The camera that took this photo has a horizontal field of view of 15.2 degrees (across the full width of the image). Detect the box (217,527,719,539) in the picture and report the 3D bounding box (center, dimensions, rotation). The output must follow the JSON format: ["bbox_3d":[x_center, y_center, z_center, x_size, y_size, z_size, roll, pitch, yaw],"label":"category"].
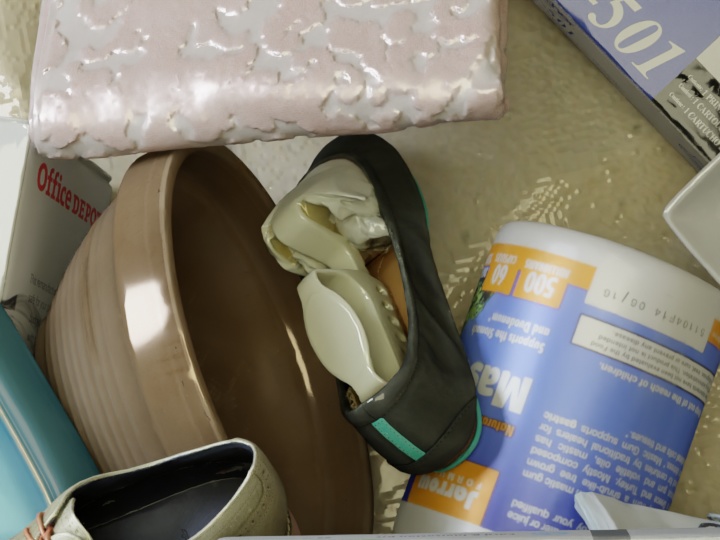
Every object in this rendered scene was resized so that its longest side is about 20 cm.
[{"bbox_3d":[0.046,0.171,0.958,0.199,0.041,0.157,-1,86,4],"label":"box"}]

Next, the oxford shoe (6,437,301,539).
[{"bbox_3d":[-0.120,0.114,1.003,0.199,0.074,0.071,-26,52,-12],"label":"oxford shoe"}]

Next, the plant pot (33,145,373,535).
[{"bbox_3d":[-0.075,0.051,1.152,0.092,0.201,0.202,-21,80,16],"label":"plant pot"}]

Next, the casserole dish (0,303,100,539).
[{"bbox_3d":[-0.181,0.074,1.084,0.121,0.039,0.200,-33,77,2],"label":"casserole dish"}]

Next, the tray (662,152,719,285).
[{"bbox_3d":[0.227,0.007,1.178,0.107,0.022,0.200,-44,107,-2],"label":"tray"}]

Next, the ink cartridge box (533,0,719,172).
[{"bbox_3d":[0.170,-0.096,1.221,0.094,0.044,0.200,-43,80,-3],"label":"ink cartridge box"}]

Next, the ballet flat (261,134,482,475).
[{"bbox_3d":[0.000,0.000,1.163,0.068,0.068,0.200,-45,42,22],"label":"ballet flat"}]

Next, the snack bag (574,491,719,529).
[{"bbox_3d":[0.190,0.161,1.087,0.021,0.199,0.189,-57,36,27],"label":"snack bag"}]

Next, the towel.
[{"bbox_3d":[-0.036,-0.140,1.126,0.199,0.032,0.192,-5,65,14],"label":"towel"}]

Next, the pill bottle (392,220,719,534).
[{"bbox_3d":[0.079,0.089,1.168,0.112,0.112,0.201,19,83,8],"label":"pill bottle"}]

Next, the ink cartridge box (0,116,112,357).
[{"bbox_3d":[-0.179,0.040,1.182,0.083,0.145,0.201,8,83,10],"label":"ink cartridge box"}]
